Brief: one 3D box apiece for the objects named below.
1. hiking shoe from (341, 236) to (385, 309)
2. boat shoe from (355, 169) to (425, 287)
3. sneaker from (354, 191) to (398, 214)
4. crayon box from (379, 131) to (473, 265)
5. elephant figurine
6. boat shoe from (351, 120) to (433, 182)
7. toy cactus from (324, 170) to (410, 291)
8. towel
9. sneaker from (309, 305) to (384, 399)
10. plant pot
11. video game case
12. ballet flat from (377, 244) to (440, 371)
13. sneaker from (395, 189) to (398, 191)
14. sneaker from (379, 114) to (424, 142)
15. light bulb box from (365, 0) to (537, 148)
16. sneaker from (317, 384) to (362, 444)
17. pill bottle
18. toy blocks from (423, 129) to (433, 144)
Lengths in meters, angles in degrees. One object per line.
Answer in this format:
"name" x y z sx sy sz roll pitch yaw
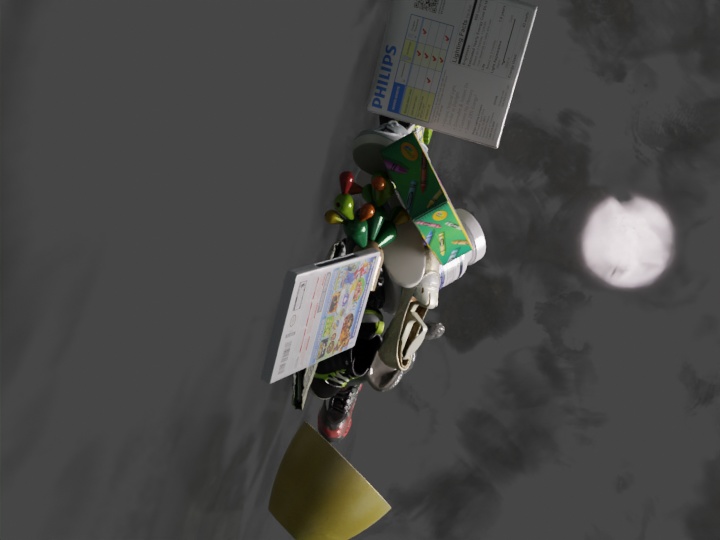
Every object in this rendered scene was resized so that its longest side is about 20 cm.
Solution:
"hiking shoe" 0.000 0.000 1.406 0.201 0.074 0.103 106 -24 -64
"boat shoe" 0.042 -0.060 1.370 0.071 0.202 0.069 -26 162 -8
"sneaker" 0.023 -0.101 1.522 0.200 0.073 0.109 54 35 -73
"crayon box" 0.098 -0.098 1.283 0.120 0.057 0.200 66 8 24
"elephant figurine" 0.038 0.165 1.656 0.142 0.196 0.158 -64 169 -55
"boat shoe" 0.046 -0.180 1.319 0.200 0.069 0.073 18 60 -58
"toy cactus" 0.006 -0.058 1.246 0.200 0.100 0.169 6 91 -73
"towel" -0.069 0.085 1.326 0.194 0.034 0.203 101 5 -59
"sneaker" -0.025 0.143 1.409 0.202 0.071 0.084 -59 -152 29
"plant pot" -0.068 0.367 1.448 0.142 0.200 0.200 -45 168 -10
"video game case" -0.047 0.053 1.136 0.199 0.018 0.146 -17 126 -58
"ballet flat" 0.089 0.062 1.383 0.067 0.062 0.204 7 108 -46
"sneaker" 0.064 -0.230 1.506 0.070 0.079 0.205 -13 107 -40
"sneaker" 0.071 -0.227 1.423 0.076 0.075 0.203 -3 124 -50
"light bulb box" 0.131 -0.304 1.276 0.125 0.196 0.202 -57 163 -72
"sneaker" -0.039 0.249 1.786 0.099 0.069 0.202 101 7 -45
"pill bottle" 0.106 -0.020 1.479 0.198 0.116 0.117 -28 150 -26
"toy blocks" 0.116 -0.344 1.594 0.136 0.098 0.204 15 93 -72
